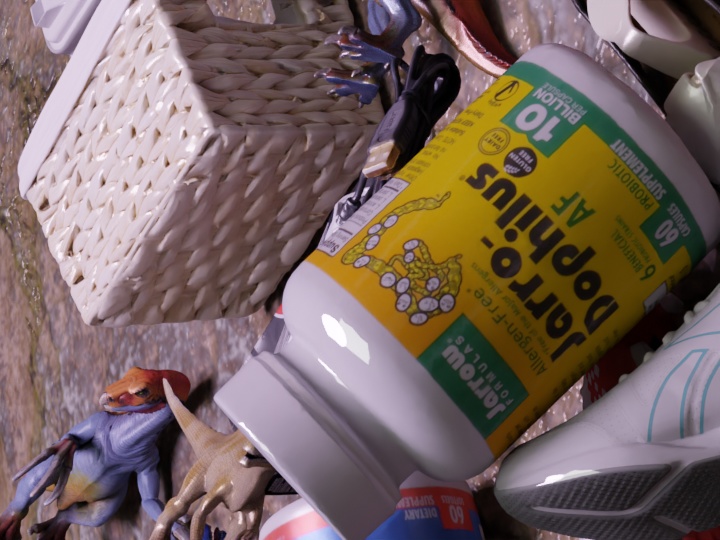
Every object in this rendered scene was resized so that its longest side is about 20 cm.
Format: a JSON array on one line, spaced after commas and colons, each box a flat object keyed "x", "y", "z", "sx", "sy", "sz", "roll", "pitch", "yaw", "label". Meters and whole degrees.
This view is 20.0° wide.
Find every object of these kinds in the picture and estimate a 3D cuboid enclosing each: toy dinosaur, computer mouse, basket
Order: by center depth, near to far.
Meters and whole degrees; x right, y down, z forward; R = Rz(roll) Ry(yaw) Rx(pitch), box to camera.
[{"x": 0.000, "y": 0.000, "z": 0.959, "sx": 0.110, "sy": 0.044, "sz": 0.200, "roll": -77, "pitch": 9, "yaw": -51, "label": "computer mouse"}, {"x": 0.018, "y": -0.180, "z": 1.064, "sx": 0.105, "sy": 0.200, "sz": 0.182, "roll": 76, "pitch": -153, "yaw": -70, "label": "toy dinosaur"}, {"x": -0.072, "y": 0.113, "z": 1.084, "sx": 0.101, "sy": 0.058, "sz": 0.200, "roll": -68, "pitch": 18, "yaw": -5, "label": "toy dinosaur"}, {"x": -0.088, "y": -0.068, "z": 1.146, "sx": 0.200, "sy": 0.135, "sz": 0.124, "roll": -51, "pitch": 53, "yaw": 44, "label": "basket"}, {"x": -0.176, "y": 0.112, "z": 1.313, "sx": 0.182, "sy": 0.105, "sz": 0.200, "roll": -52, "pitch": 34, "yaw": 17, "label": "toy dinosaur"}]

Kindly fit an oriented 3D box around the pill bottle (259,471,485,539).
[{"x": 0.024, "y": 0.207, "z": 0.986, "sx": 0.112, "sy": 0.112, "sz": 0.200, "roll": -42, "pitch": 57, "yaw": 49, "label": "pill bottle"}]

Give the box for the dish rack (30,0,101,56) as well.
[{"x": -0.186, "y": -0.251, "z": 1.378, "sx": 0.200, "sy": 0.043, "sz": 0.172, "roll": -46, "pitch": 52, "yaw": 46, "label": "dish rack"}]

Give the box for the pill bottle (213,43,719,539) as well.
[{"x": 0.040, "y": 0.013, "z": 0.826, "sx": 0.200, "sy": 0.113, "sz": 0.113, "roll": -43, "pitch": 39, "yaw": -7, "label": "pill bottle"}]

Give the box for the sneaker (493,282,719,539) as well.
[{"x": 0.144, "y": 0.048, "z": 0.802, "sx": 0.200, "sy": 0.070, "sz": 0.080, "roll": -22, "pitch": 53, "yaw": 19, "label": "sneaker"}]

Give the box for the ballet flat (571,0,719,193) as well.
[{"x": 0.141, "y": -0.076, "z": 0.845, "sx": 0.200, "sy": 0.068, "sz": 0.068, "roll": 55, "pitch": 129, "yaw": 41, "label": "ballet flat"}]

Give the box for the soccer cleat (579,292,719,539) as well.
[{"x": 0.120, "y": 0.093, "z": 0.875, "sx": 0.085, "sy": 0.069, "sz": 0.200, "roll": -32, "pitch": 67, "yaw": 35, "label": "soccer cleat"}]

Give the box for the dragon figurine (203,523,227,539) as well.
[{"x": -0.043, "y": 0.229, "z": 1.099, "sx": 0.059, "sy": 0.099, "sz": 0.200, "roll": -55, "pitch": 46, "yaw": 42, "label": "dragon figurine"}]

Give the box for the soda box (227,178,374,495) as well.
[{"x": 0.000, "y": 0.034, "z": 1.070, "sx": 0.200, "sy": 0.063, "sz": 0.071, "roll": -57, "pitch": 45, "yaw": 39, "label": "soda box"}]
